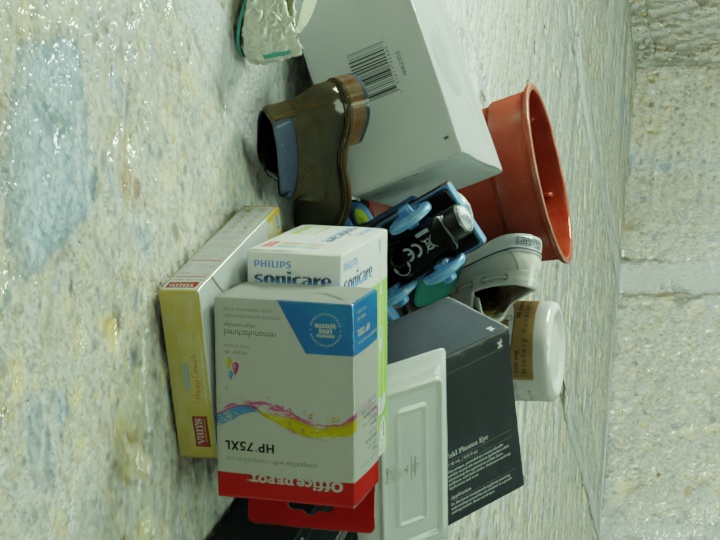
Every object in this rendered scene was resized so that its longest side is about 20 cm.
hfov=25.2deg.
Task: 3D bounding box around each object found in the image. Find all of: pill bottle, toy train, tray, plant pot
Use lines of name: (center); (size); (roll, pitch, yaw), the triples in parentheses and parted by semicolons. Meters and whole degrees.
pill bottle: (0.130, 0.091, 1.856); (0.114, 0.198, 0.116); (0, 90, -73)
toy train: (0.027, -0.014, 1.534); (0.087, 0.199, 0.114); (54, 24, -11)
tray: (0.043, 0.179, 1.498); (0.107, 0.022, 0.202); (-15, 114, -30)
plant pot: (0.118, -0.086, 1.791); (0.201, 0.194, 0.203); (-12, 90, -75)

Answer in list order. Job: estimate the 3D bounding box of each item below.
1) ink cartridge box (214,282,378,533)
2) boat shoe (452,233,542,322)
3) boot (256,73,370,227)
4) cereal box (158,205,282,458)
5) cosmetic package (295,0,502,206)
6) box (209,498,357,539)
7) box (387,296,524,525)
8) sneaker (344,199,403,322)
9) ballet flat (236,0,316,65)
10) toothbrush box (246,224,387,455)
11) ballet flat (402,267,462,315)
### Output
ink cartridge box: (-0.049, 0.115, 1.261); (0.067, 0.115, 0.202); (-32, 122, -70)
boat shoe: (0.132, 0.024, 1.736); (0.200, 0.070, 0.070); (-32, -130, 56)
boot: (-0.059, -0.092, 1.480); (0.075, 0.096, 0.201); (52, -35, 35)
cereal box: (-0.106, 0.046, 1.332); (0.200, 0.039, 0.145); (-55, 143, -63)
cosmetic package: (0.038, -0.178, 1.595); (0.200, 0.122, 0.201); (6, 65, -72)
box: (-0.064, 0.261, 1.410); (0.200, 0.078, 0.142); (-49, 140, -65)
box: (0.048, 0.153, 1.572); (0.199, 0.104, 0.184); (-22, 119, -28)
sneaker: (0.000, 0.000, 1.676); (0.200, 0.070, 0.083); (71, 7, -46)
ballet flat: (-0.065, -0.270, 1.437); (0.072, 0.071, 0.202); (56, 36, -62)
toothbrush box: (-0.034, 0.071, 1.363); (0.146, 0.085, 0.202); (-32, 125, -71)
ballet flat: (0.067, 0.023, 1.731); (0.071, 0.069, 0.201); (47, -33, 40)
